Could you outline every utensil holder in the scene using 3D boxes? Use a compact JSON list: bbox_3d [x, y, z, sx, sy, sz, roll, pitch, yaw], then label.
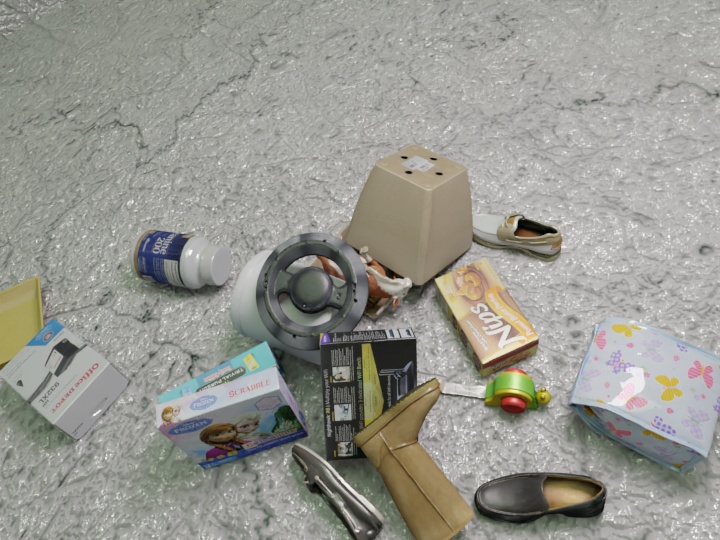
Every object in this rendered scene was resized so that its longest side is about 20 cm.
[{"bbox_3d":[-0.116,0.072,1.078,0.196,0.171,0.172,18,59,21],"label":"utensil holder"}]

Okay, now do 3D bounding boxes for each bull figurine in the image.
[{"bbox_3d":[0.000,0.000,1.084,0.197,0.122,0.066,17,63,30],"label":"bull figurine"}]

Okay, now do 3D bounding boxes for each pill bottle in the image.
[{"bbox_3d":[-0.384,-0.023,1.235,0.195,0.112,0.113,8,56,17],"label":"pill bottle"}]

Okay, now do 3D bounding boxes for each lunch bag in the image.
[{"bbox_3d":[0.446,0.187,0.906,0.197,0.128,0.171,24,64,15],"label":"lunch bag"}]

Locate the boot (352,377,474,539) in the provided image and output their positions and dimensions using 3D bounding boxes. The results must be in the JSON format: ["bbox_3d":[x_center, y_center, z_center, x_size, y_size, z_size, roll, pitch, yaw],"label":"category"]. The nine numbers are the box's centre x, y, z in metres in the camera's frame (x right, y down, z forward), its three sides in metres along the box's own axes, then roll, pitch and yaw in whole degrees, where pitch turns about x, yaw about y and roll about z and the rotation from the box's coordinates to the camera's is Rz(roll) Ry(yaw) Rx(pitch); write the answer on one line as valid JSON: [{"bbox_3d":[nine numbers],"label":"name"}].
[{"bbox_3d":[0.104,0.290,0.868,0.174,0.066,0.201,-40,81,17],"label":"boot"}]

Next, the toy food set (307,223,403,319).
[{"bbox_3d":[0.005,-0.004,1.174,0.198,0.061,0.144,31,65,29],"label":"toy food set"}]

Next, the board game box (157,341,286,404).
[{"bbox_3d":[-0.236,0.204,1.014,0.197,0.151,0.048,-27,75,-8],"label":"board game box"}]

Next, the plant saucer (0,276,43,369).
[{"bbox_3d":[-0.772,0.135,1.242,0.197,0.049,0.202,-25,54,-7],"label":"plant saucer"}]

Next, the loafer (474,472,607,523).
[{"bbox_3d":[0.270,0.335,0.866,0.195,0.073,0.074,-9,54,6],"label":"loafer"}]

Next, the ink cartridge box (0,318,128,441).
[{"bbox_3d":[-0.581,0.210,1.124,0.197,0.084,0.146,26,62,26],"label":"ink cartridge box"}]

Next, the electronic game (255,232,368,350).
[{"bbox_3d":[-0.083,0.033,0.973,0.195,0.042,0.205,-2,75,7],"label":"electronic game"}]

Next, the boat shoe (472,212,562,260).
[{"bbox_3d":[0.311,-0.084,1.163,0.196,0.069,0.076,16,58,22],"label":"boat shoe"}]

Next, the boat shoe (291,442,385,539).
[{"bbox_3d":[-0.050,0.357,0.920,0.198,0.068,0.057,33,61,26],"label":"boat shoe"}]

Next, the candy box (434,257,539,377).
[{"bbox_3d":[0.230,0.083,1.067,0.113,0.056,0.202,-22,54,-5],"label":"candy box"}]

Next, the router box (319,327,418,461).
[{"bbox_3d":[0.014,0.201,0.931,0.153,0.205,0.052,-2,13,-4],"label":"router box"}]

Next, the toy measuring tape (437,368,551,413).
[{"bbox_3d":[0.224,0.198,0.976,0.195,0.074,0.075,6,55,15],"label":"toy measuring tape"}]

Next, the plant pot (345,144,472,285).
[{"bbox_3d":[0.109,-0.127,1.131,0.198,0.180,0.198,31,44,29],"label":"plant pot"}]

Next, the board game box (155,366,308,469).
[{"bbox_3d":[-0.202,0.250,0.945,0.196,0.201,0.042,-18,53,-1],"label":"board game box"}]
